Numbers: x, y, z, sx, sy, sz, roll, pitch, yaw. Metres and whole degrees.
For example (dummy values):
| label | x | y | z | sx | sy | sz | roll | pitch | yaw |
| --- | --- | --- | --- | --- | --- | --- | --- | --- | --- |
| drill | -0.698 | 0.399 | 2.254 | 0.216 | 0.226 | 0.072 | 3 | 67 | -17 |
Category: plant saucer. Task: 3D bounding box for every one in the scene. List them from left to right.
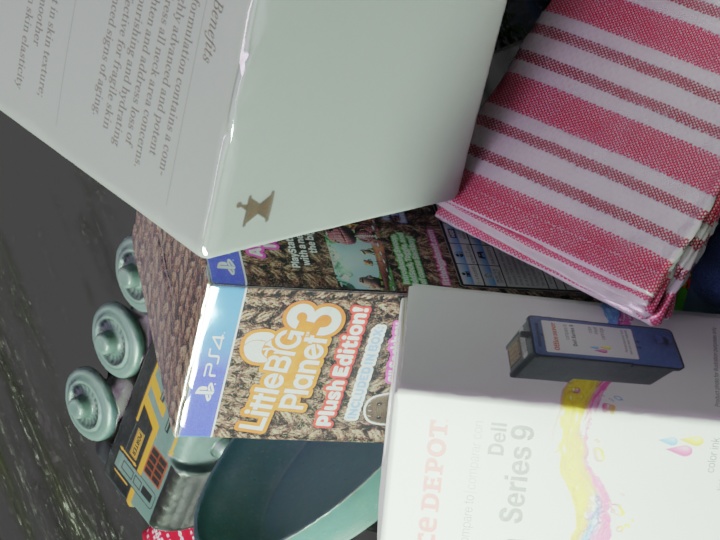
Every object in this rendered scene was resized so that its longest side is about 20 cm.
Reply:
| label | x | y | z | sx | sy | sz | roll | pitch | yaw |
| --- | --- | --- | --- | --- | --- | --- | --- | --- | --- |
| plant saucer | -0.005 | 0.090 | 1.519 | 0.200 | 0.200 | 0.036 | -22 | 118 | 46 |

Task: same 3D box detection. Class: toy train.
| label | x | y | z | sx | sy | sz | roll | pitch | yaw |
| --- | --- | --- | --- | --- | --- | --- | --- | --- | --- |
| toy train | -0.101 | 0.057 | 1.645 | 0.114 | 0.085 | 0.200 | 48 | 132 | 29 |

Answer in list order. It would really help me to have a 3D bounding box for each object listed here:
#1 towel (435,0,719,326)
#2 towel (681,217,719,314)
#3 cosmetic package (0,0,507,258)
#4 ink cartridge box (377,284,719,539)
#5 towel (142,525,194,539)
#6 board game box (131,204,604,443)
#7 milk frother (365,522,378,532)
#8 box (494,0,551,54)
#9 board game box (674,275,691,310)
| label | x | y | z | sx | sy | sz | roll | pitch | yaw |
| --- | --- | --- | --- | --- | --- | --- | --- | --- | --- |
| towel | 0.135 | -0.084 | 1.328 | 0.146 | 0.030 | 0.200 | 28 | 83 | 39 |
| towel | 0.205 | 0.038 | 1.353 | 0.112 | 0.049 | 0.200 | 13 | 123 | -1 |
| cosmetic package | -0.060 | -0.133 | 1.307 | 0.200 | 0.166 | 0.167 | 36 | 124 | 36 |
| ink cartridge box | 0.109 | 0.094 | 1.317 | 0.200 | 0.088 | 0.145 | 7 | 126 | 1 |
| towel | -0.067 | 0.188 | 1.690 | 0.200 | 0.022 | 0.145 | -38 | 62 | 49 |
| board game box | 0.000 | 0.000 | 1.403 | 0.159 | 0.200 | 0.097 | -106 | 25 | -50 |
| milk frother | 0.040 | 0.217 | 1.501 | 0.188 | 0.200 | 0.181 | -9 | 117 | 45 |
| box | 0.040 | -0.206 | 1.438 | 0.137 | 0.038 | 0.200 | -18 | 95 | 46 |
| board game box | 0.143 | 0.023 | 1.437 | 0.102 | 0.048 | 0.200 | 34 | 128 | 27 |
